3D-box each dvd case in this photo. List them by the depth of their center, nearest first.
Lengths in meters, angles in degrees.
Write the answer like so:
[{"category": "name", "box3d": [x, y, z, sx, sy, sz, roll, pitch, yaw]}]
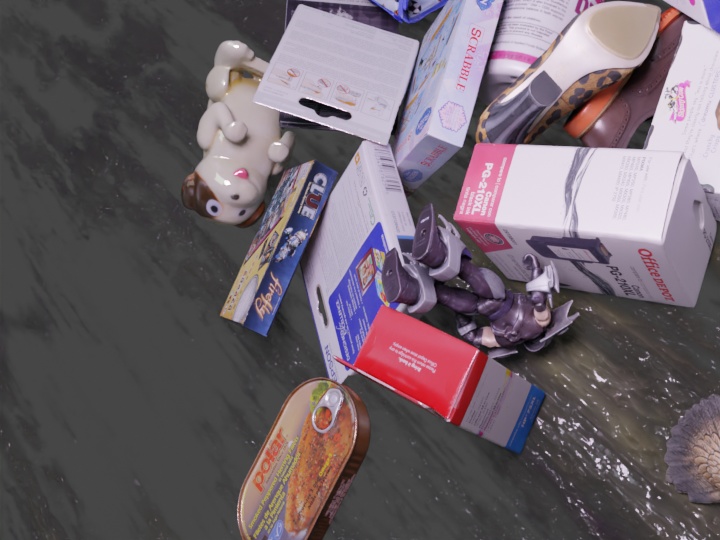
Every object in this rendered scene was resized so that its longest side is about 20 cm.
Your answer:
[{"category": "dvd case", "box3d": [-0.025, -0.264, 1.090, 0.145, 0.016, 0.205, 3, 67, -5]}]

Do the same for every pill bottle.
[{"category": "pill bottle", "box3d": [0.199, -0.273, 0.931, 0.112, 0.113, 0.204, 12, 77, 37]}]

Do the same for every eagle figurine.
[{"category": "eagle figurine", "box3d": [0.325, 0.165, 0.648, 0.196, 0.151, 0.155, -14, 82, 23]}]

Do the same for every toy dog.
[{"category": "toy dog", "box3d": [-0.163, -0.159, 1.116, 0.192, 0.138, 0.205, -11, 63, 50]}]

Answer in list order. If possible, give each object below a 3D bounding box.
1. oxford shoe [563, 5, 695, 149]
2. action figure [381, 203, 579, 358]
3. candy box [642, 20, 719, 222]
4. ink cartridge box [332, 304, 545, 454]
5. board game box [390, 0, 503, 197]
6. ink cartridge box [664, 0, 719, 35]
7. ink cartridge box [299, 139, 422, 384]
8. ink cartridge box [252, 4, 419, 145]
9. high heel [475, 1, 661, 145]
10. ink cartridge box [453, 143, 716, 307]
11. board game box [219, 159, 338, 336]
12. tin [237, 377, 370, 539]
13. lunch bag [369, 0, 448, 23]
[{"category": "oxford shoe", "box3d": [0.290, -0.193, 0.877, 0.072, 0.071, 0.201, 41, 85, -2]}, {"category": "action figure", "box3d": [0.117, 0.023, 0.809, 0.130, 0.198, 0.070, -39, 36, 35]}, {"category": "candy box", "box3d": [0.367, -0.128, 0.778, 0.197, 0.071, 0.171, 15, 79, 37]}, {"category": "ink cartridge box", "box3d": [0.076, 0.097, 0.796, 0.115, 0.199, 0.068, 23, 83, 38]}, {"category": "board game box", "box3d": [0.087, -0.201, 0.943, 0.200, 0.040, 0.204, 144, 144, -75]}, {"category": "ink cartridge box", "box3d": [0.339, -0.288, 0.841, 0.093, 0.038, 0.202, -24, 40, 0]}, {"category": "ink cartridge box", "box3d": [0.000, 0.000, 0.961, 0.201, 0.046, 0.201, -56, 43, 49]}, {"category": "ink cartridge box", "box3d": [-0.025, -0.217, 1.006, 0.156, 0.048, 0.203, 17, 49, 0]}, {"category": "high heel", "box3d": [0.197, -0.185, 0.846, 0.198, 0.142, 0.072, -36, 88, -22]}, {"category": "ink cartridge box", "box3d": [0.208, -0.043, 0.802, 0.197, 0.144, 0.086, 9, 72, 36]}, {"category": "board game box", "box3d": [-0.100, -0.027, 1.035, 0.204, 0.034, 0.135, -67, 19, -7]}, {"category": "tin", "box3d": [-0.061, 0.214, 0.938, 0.111, 0.042, 0.203, 29, 92, 35]}, {"category": "lunch bag", "box3d": [0.067, -0.420, 1.079, 0.201, 0.123, 0.170, -50, 52, 7]}]
